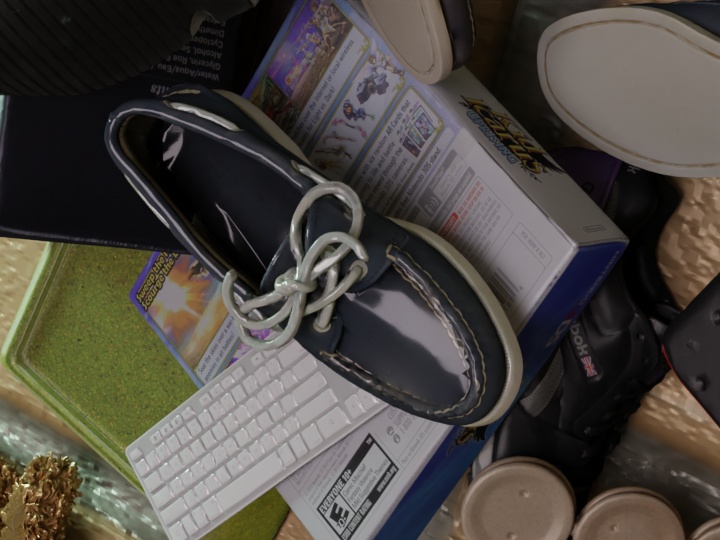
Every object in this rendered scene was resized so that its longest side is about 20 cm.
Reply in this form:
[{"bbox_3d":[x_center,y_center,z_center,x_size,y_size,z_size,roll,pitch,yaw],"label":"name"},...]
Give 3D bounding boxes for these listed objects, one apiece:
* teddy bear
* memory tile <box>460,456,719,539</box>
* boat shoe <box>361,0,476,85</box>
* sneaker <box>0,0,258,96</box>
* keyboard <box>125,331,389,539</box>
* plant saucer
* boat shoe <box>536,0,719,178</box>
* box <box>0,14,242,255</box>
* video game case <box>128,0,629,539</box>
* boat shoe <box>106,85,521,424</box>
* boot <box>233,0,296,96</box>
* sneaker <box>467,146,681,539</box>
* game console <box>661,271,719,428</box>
[{"bbox_3d":[-0.198,0.160,1.112,0.200,0.067,0.146,19,101,36],"label":"teddy bear"},{"bbox_3d":[0.098,0.185,0.893,0.153,0.017,0.201,14,109,-5],"label":"memory tile"},{"bbox_3d":[0.019,-0.177,0.809,0.201,0.063,0.073,72,160,4],"label":"boat shoe"},{"bbox_3d":[-0.091,-0.136,0.796,0.199,0.074,0.089,-20,59,10],"label":"sneaker"},{"bbox_3d":[-0.036,0.060,0.876,0.200,0.011,0.056,-38,70,37],"label":"keyboard"},{"bbox_3d":[-0.101,0.030,1.022,0.200,0.048,0.200,39,118,22],"label":"plant saucer"},{"bbox_3d":[0.165,-0.082,0.811,0.200,0.062,0.075,6,119,42],"label":"boat shoe"},{"bbox_3d":[-0.154,-0.115,0.930,0.196,0.117,0.201,6,90,54],"label":"box"},{"bbox_3d":[0.000,0.000,0.875,0.181,0.045,0.200,49,123,26],"label":"video game case"},{"bbox_3d":[-0.022,-0.007,0.796,0.200,0.062,0.075,45,114,20],"label":"boat shoe"},{"bbox_3d":[0.005,-0.139,0.912,0.186,0.064,0.201,30,117,27],"label":"boot"},{"bbox_3d":[0.100,0.047,0.878,0.087,0.076,0.201,4,103,26],"label":"sneaker"},{"bbox_3d":[0.221,0.029,0.696,0.177,0.031,0.200,53,123,21],"label":"game console"}]
